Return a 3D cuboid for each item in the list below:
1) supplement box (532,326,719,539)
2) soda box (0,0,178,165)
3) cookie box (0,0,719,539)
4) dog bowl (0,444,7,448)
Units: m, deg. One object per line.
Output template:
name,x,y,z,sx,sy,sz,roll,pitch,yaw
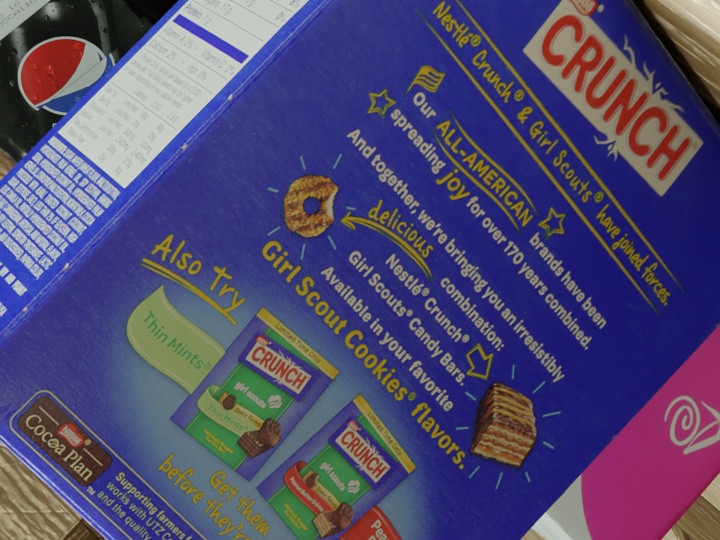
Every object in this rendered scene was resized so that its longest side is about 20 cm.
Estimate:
supplement box,0.061,0.029,0.938,0.103,0.101,0.200,46,174,-21
soda box,-0.100,-0.113,0.791,0.063,0.071,0.200,46,-163,-30
cookie box,0.000,0.000,0.662,0.171,0.200,0.075,48,174,-33
dog bowl,-0.095,0.061,1.079,0.199,0.079,0.200,22,169,5
